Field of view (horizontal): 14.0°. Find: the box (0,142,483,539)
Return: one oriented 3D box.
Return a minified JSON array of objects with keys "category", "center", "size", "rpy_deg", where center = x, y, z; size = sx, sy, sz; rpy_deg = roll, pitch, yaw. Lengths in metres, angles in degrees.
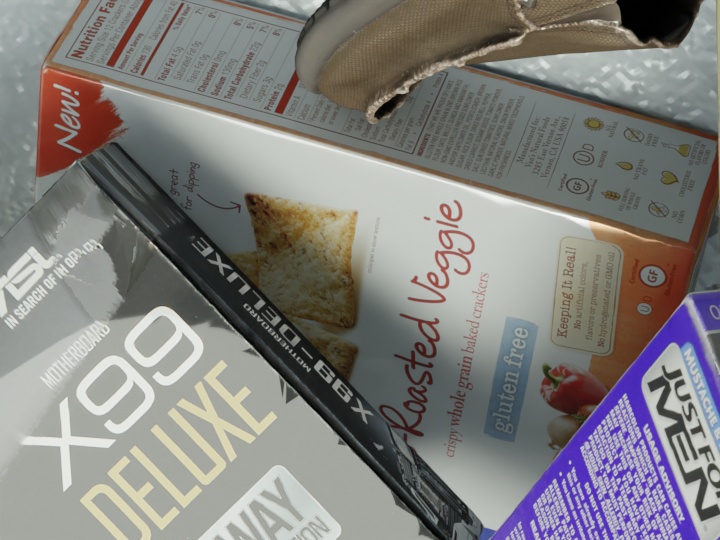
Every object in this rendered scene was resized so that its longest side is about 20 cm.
[{"category":"box","center":[-0.088,0.088,0.853],"size":[0.200,0.050,0.158],"rpy_deg":[-44,90,14]}]

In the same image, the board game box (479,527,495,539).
[{"category":"board game box","center":[0.043,0.186,1.012],"size":[0.158,0.097,0.201],"rpy_deg":[6,131,17]}]

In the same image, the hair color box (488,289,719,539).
[{"category":"hair color box","center":[0.098,0.077,0.772],"size":[0.109,0.065,0.200],"rpy_deg":[-5,152,-27]}]

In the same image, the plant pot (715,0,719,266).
[{"category":"plant pot","center":[0.193,-0.040,0.603],"size":[0.199,0.176,0.201],"rpy_deg":[2,98,24]}]

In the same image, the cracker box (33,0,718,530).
[{"category":"cracker box","center":[0.000,0.000,0.893],"size":[0.199,0.058,0.134],"rpy_deg":[16,133,9]}]

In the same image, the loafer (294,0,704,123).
[{"category":"loafer","center":[0.052,-0.078,0.769],"size":[0.071,0.073,0.200],"rpy_deg":[48,146,-9]}]
